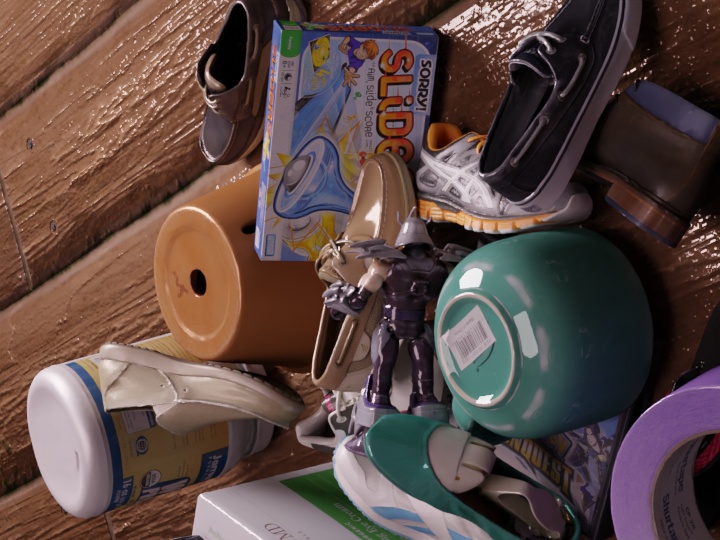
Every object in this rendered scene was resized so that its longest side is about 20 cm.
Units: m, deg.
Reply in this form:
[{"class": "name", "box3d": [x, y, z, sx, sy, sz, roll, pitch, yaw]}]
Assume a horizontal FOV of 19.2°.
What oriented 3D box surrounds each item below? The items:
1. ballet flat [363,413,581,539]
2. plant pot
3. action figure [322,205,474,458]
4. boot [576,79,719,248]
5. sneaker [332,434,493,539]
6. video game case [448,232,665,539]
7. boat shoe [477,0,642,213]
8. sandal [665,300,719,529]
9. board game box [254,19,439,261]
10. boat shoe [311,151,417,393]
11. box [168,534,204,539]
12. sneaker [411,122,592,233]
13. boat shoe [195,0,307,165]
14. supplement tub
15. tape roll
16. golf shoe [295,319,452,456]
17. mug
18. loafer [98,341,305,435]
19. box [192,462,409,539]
[{"class": "ballet flat", "box3d": [0.095, 0.162, 1.641, 0.070, 0.200, 0.068, -27, 36, 47]}, {"class": "plant pot", "box3d": [-0.090, 0.002, 1.892, 0.200, 0.140, 0.201, 16, 110, 48]}, {"class": "action figure", "box3d": [0.032, 0.049, 1.687, 0.069, 0.130, 0.201, -158, 73, -76]}, {"class": "boot", "box3d": [0.202, -0.103, 1.573, 0.097, 0.075, 0.200, -55, 40, 12]}, {"class": "sneaker", "box3d": [0.069, 0.188, 1.762, 0.200, 0.076, 0.081, 32, 123, 14]}, {"class": "video game case", "box3d": [0.147, 0.089, 1.700, 0.200, 0.025, 0.181, 37, 126, 42]}, {"class": "boat shoe", "box3d": [0.141, -0.145, 1.554, 0.072, 0.068, 0.201, 14, 77, 56]}, {"class": "sandal", "box3d": [0.248, 0.109, 1.560, 0.075, 0.045, 0.201, 38, 126, 39]}, {"class": "board game box", "box3d": [-0.013, -0.106, 1.773, 0.034, 0.135, 0.201, -122, 35, -65]}, {"class": "boat shoe", "box3d": [0.000, 0.000, 1.733, 0.071, 0.064, 0.201, 0, 84, 64]}, {"class": "box", "box3d": [-0.136, 0.343, 1.777, 0.200, 0.104, 0.148, 39, 126, 40]}, {"class": "sneaker", "box3d": [0.105, -0.072, 1.678, 0.200, 0.078, 0.078, 12, 102, 51]}, {"class": "boat shoe", "box3d": [-0.117, -0.180, 1.937, 0.075, 0.073, 0.200, 50, 133, 33]}, {"class": "supplement tub", "box3d": [-0.196, 0.138, 1.997, 0.145, 0.199, 0.145, 34, 131, 50]}, {"class": "tape roll", "box3d": [0.276, 0.167, 1.481, 0.200, 0.066, 0.201, 13, 112, 33]}, {"class": "golf shoe", "box3d": [0.017, 0.109, 1.799, 0.200, 0.088, 0.077, 125, 141, -49]}, {"class": "mug", "box3d": [0.127, 0.065, 1.607, 0.152, 0.114, 0.186, 20, 114, 47]}, {"class": "loafer", "box3d": [-0.143, 0.114, 1.876, 0.199, 0.076, 0.069, 12, 87, 23]}, {"class": "box", "box3d": [-0.033, 0.304, 1.862, 0.199, 0.171, 0.201, 30, 121, 44]}]
